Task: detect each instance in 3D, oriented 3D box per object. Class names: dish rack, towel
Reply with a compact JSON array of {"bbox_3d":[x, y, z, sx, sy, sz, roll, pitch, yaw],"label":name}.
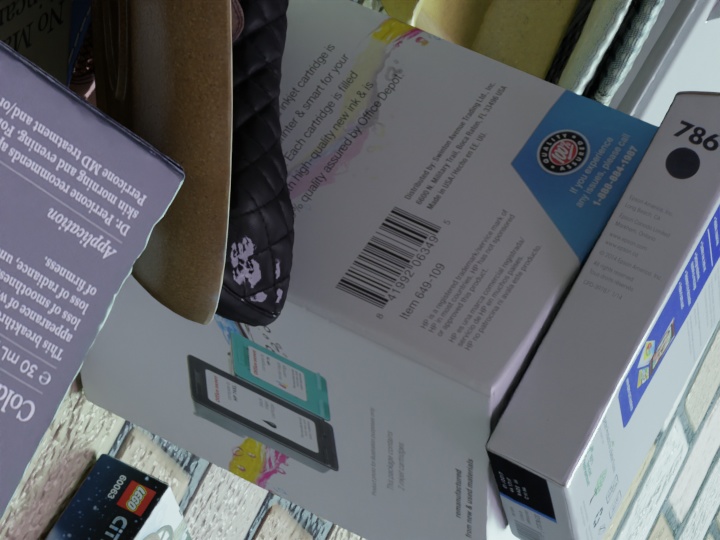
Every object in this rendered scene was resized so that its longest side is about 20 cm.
[{"bbox_3d":[0.188,-0.094,1.629,0.201,0.043,0.172,-58,158,-20],"label":"dish rack"},{"bbox_3d":[0.122,-0.134,1.343,0.193,0.034,0.201,-72,-176,-46],"label":"towel"}]

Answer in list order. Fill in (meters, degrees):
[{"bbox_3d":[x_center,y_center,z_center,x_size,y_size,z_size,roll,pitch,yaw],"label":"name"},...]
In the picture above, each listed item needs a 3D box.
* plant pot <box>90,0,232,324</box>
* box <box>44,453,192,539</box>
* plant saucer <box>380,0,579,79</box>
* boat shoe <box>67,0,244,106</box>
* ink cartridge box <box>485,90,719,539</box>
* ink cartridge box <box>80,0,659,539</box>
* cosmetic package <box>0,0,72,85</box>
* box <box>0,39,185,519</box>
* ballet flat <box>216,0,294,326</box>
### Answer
[{"bbox_3d":[-0.063,-0.084,0.783,0.200,0.027,0.202,177,-90,-80],"label":"plant pot"},{"bbox_3d":[-0.137,0.197,1.153,0.201,0.037,0.137,-57,157,-23],"label":"box"},{"bbox_3d":[0.071,-0.184,1.248,0.201,0.048,0.200,-65,159,-2],"label":"plant saucer"},{"bbox_3d":[-0.077,-0.097,0.912,0.072,0.072,0.201,-128,-126,-68],"label":"boat shoe"},{"bbox_3d":[0.113,0.008,1.001,0.201,0.039,0.100,-58,159,-17],"label":"ink cartridge box"},{"bbox_3d":[0.000,0.000,1.055,0.147,0.199,0.147,-53,157,-31],"label":"ink cartridge box"},{"bbox_3d":[-0.142,-0.085,0.803,0.105,0.071,0.201,-43,148,-47],"label":"cosmetic package"},{"bbox_3d":[-0.178,0.001,0.661,0.200,0.104,0.183,36,77,-40],"label":"box"},{"bbox_3d":[-0.053,-0.059,0.977,0.057,0.066,0.201,45,32,-34],"label":"ballet flat"}]
